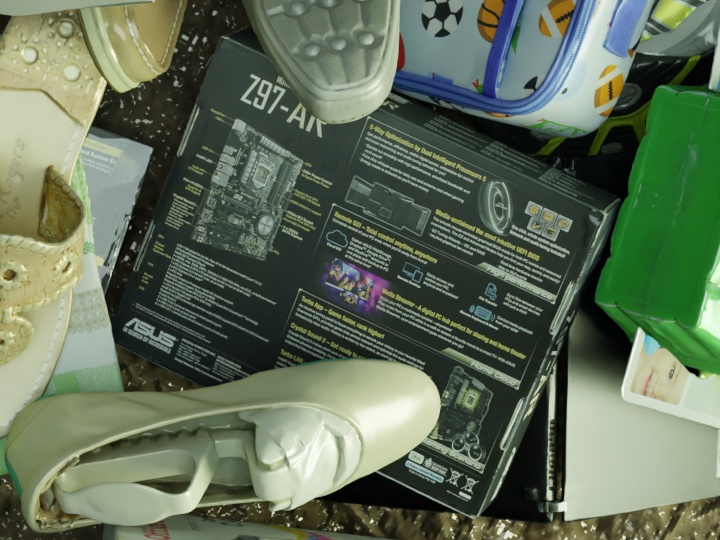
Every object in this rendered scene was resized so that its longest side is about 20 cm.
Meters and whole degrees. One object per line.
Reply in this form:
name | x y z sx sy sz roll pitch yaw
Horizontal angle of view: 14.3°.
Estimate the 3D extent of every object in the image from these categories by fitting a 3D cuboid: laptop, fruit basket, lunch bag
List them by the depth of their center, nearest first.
lunch bag | 0.079 -0.169 1.336 0.075 0.160 0.201 17 92 -49
fruit basket | 0.205 -0.010 1.354 0.199 0.093 0.186 19 87 -44
laptop | 0.084 0.025 1.398 0.199 0.103 0.178 4 100 19

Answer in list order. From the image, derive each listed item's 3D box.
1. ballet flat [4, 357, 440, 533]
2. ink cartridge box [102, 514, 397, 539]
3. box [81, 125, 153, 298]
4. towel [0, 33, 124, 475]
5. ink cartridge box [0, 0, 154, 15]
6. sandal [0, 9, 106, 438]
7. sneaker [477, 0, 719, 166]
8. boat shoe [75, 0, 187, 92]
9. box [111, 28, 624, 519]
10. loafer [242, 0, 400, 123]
ballet flat | -0.061 0.085 1.290 0.199 0.069 0.070 -8 91 2
ink cartridge box | -0.023 0.167 1.333 0.199 0.148 0.086 8 90 -7
box | -0.216 -0.015 1.361 0.199 0.049 0.162 18 90 -6
towel | -0.194 -0.001 1.329 0.148 0.031 0.201 -11 93 -5
ink cartridge box | -0.138 -0.223 1.192 0.083 0.145 0.201 0 74 33
sandal | -0.156 -0.027 1.282 0.077 0.070 0.213 14 91 -7
sneaker | 0.148 -0.115 1.398 0.199 0.076 0.077 -22 56 2
boat shoe | -0.087 -0.173 1.293 0.066 0.074 0.201 -7 59 17
box | 0.000 0.000 1.338 0.199 0.044 0.161 24 106 10
loafer | -0.021 -0.132 1.316 0.069 0.201 0.070 -9 134 -4
